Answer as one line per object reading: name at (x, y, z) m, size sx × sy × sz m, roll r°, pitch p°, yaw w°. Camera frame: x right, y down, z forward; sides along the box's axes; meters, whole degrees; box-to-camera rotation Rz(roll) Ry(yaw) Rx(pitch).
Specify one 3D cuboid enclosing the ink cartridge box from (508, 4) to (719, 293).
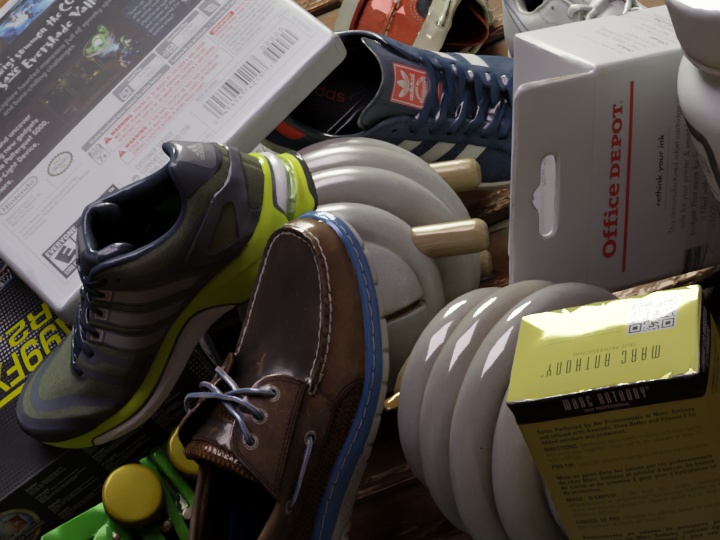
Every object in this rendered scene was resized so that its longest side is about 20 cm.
ink cartridge box at (0.137, -0.061, 1.083) m, size 0.199 × 0.117 × 0.067 m, roll -13°, pitch 26°, yaw -28°

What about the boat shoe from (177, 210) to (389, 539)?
boat shoe at (-0.039, 0.074, 1.006) m, size 0.072 × 0.202 × 0.072 m, roll 0°, pitch 7°, yaw -44°

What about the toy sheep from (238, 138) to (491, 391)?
toy sheep at (0.000, 0.000, 1.133) m, size 0.137 × 0.139 × 0.200 m, roll -21°, pitch 15°, yaw 7°

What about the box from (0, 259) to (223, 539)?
box at (-0.176, 0.061, 1.189) m, size 0.199 × 0.044 × 0.161 m, roll -37°, pitch 45°, yaw 7°

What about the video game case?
video game case at (-0.133, -0.092, 1.188) m, size 0.200 × 0.023 × 0.182 m, roll -45°, pitch 56°, yaw -7°

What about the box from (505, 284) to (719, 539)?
box at (0.122, 0.100, 0.854) m, size 0.075 × 0.201 × 0.050 m, roll -12°, pitch 35°, yaw 22°

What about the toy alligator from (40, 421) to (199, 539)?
toy alligator at (-0.110, 0.131, 1.112) m, size 0.199 × 0.059 × 0.054 m, roll -36°, pitch 75°, yaw -16°

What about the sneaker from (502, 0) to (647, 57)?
sneaker at (0.138, -0.121, 1.257) m, size 0.074 × 0.088 × 0.199 m, roll -38°, pitch 36°, yaw -21°

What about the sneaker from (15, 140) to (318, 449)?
sneaker at (-0.110, 0.006, 1.076) m, size 0.200 × 0.081 × 0.074 m, roll -48°, pitch 39°, yaw 25°

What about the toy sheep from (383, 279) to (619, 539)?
toy sheep at (0.090, 0.071, 0.981) m, size 0.199 × 0.139 × 0.138 m, roll 11°, pitch 47°, yaw 43°

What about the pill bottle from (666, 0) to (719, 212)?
pill bottle at (0.207, -0.060, 1.006) m, size 0.113 × 0.201 × 0.114 m, roll -17°, pitch 34°, yaw 12°

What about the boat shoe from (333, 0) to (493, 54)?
boat shoe at (0.045, -0.149, 1.342) m, size 0.062 × 0.072 × 0.200 m, roll 23°, pitch 16°, yaw 14°

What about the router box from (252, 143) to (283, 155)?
router box at (-0.115, -0.073, 1.304) m, size 0.179 × 0.049 × 0.200 m, roll 34°, pitch 79°, yaw 31°

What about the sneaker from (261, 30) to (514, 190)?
sneaker at (0.035, -0.089, 1.205) m, size 0.198 × 0.085 × 0.076 m, roll 1°, pitch 77°, yaw 0°
